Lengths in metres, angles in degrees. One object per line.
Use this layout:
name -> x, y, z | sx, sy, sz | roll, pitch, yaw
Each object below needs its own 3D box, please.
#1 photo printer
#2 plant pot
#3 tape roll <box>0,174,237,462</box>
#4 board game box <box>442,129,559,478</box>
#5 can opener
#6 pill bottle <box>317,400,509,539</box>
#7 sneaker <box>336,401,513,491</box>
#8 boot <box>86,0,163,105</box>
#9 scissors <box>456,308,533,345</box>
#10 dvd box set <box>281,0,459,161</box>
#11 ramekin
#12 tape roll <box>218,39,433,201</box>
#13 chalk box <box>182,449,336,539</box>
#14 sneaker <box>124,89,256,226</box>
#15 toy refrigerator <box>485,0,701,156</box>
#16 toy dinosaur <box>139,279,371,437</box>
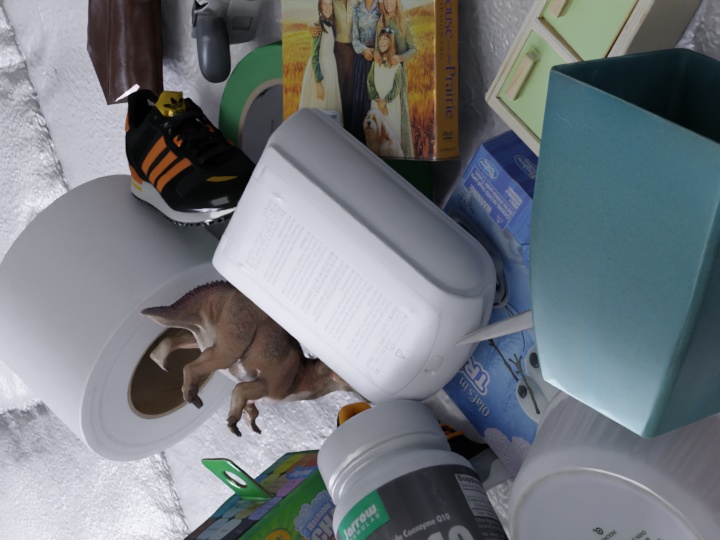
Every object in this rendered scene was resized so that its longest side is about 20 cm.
photo printer -> 0.000, 0.000, 1.381 | 0.200, 0.069, 0.167 | 40, 141, 8
plant pot -> 0.187, -0.013, 1.171 | 0.141, 0.141, 0.202 | 30, 119, 37
tape roll -> -0.195, 0.040, 1.622 | 0.139, 0.202, 0.204 | 39, 134, 31
board game box -> 0.122, 0.039, 1.378 | 0.200, 0.043, 0.200 | 50, 139, 20
can opener -> -0.093, -0.208, 1.444 | 0.200, 0.053, 0.067 | 115, 152, -65
pill bottle -> 0.048, 0.200, 1.360 | 0.201, 0.112, 0.113 | 63, 145, 32
sneaker -> 0.041, 0.143, 1.499 | 0.199, 0.078, 0.078 | -6, 99, 51
boot -> -0.166, -0.210, 1.575 | 0.186, 0.064, 0.201 | 40, 134, 40
scissors -> 0.156, 0.024, 1.280 | 0.199, 0.014, 0.074 | -35, 75, 19
dvd box set -> 0.005, -0.181, 1.367 | 0.145, 0.029, 0.202 | 6, 100, 39
ramekin -> 0.189, 0.170, 1.286 | 0.201, 0.094, 0.204 | 20, 130, 26
tape roll -> -0.030, -0.082, 1.492 | 0.200, 0.048, 0.202 | 24, 125, 40
chalk box -> -0.049, 0.219, 1.510 | 0.201, 0.124, 0.124 | 56, 158, -10
sneaker -> -0.138, -0.094, 1.514 | 0.200, 0.070, 0.091 | 21, 127, 58
toy refrigerator -> 0.156, -0.161, 1.218 | 0.076, 0.070, 0.201 | 49, 139, 21
toy dinosaur -> -0.081, 0.054, 1.531 | 0.200, 0.136, 0.086 | 37, -177, -21
